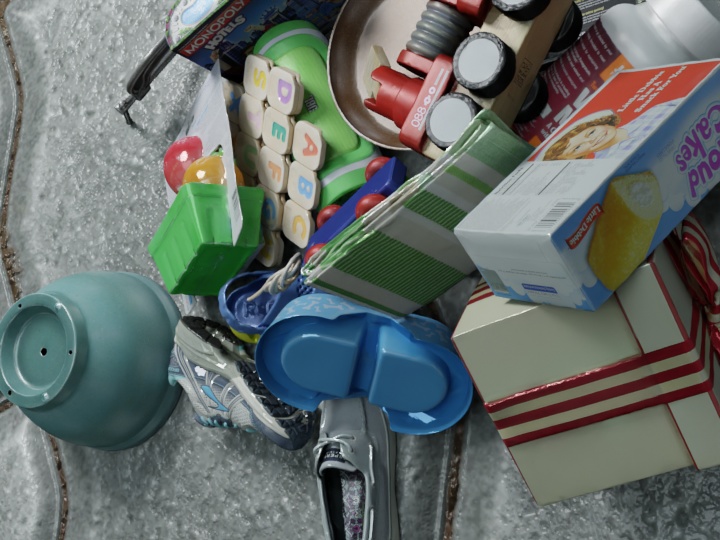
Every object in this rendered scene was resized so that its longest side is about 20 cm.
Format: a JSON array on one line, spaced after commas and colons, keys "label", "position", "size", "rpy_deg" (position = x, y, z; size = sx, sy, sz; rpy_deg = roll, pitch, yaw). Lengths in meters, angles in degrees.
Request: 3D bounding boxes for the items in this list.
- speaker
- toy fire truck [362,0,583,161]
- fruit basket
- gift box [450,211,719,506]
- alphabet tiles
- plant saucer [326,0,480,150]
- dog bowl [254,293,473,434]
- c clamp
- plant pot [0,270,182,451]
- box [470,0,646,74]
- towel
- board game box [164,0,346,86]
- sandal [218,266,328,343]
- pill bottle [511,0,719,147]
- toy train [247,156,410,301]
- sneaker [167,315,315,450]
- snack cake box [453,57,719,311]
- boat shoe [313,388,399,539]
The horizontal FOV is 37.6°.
[{"label": "speaker", "position": [-0.040, -0.150, 1.064], "size": [0.088, 0.088, 0.201], "rpy_deg": [-32, 68, 20]}, {"label": "toy fire truck", "position": [0.067, -0.188, 0.896], "size": [0.199, 0.128, 0.177], "rpy_deg": [29, 97, 31]}, {"label": "fruit basket", "position": [-0.159, -0.083, 1.095], "size": [0.185, 0.093, 0.201], "rpy_deg": [-49, 40, 48]}, {"label": "gift box", "position": [0.200, 0.043, 0.830], "size": [0.186, 0.200, 0.185], "rpy_deg": [-21, 110, 27]}, {"label": "alphabet tiles", "position": [-0.099, -0.110, 1.069], "size": [0.195, 0.015, 0.201], "rpy_deg": [35, 124, 46]}, {"label": "plant saucer", "position": [0.061, -0.208, 0.999], "size": [0.199, 0.032, 0.202], "rpy_deg": [-5, 79, 27]}, {"label": "dog bowl", "position": [0.005, 0.081, 0.965], "size": [0.198, 0.050, 0.112], "rpy_deg": [13, 125, 0]}, {"label": "c clamp", "position": [-0.205, -0.249, 1.156], "size": [0.027, 0.171, 0.200], "rpy_deg": [40, 88, -6]}, {"label": "plant pot", "position": [-0.304, 0.091, 1.135], "size": [0.199, 0.134, 0.202], "rpy_deg": [-5, 78, 27]}, {"label": "box", "position": [0.191, -0.267, 0.982], "size": [0.199, 0.043, 0.162], "rpy_deg": [-14, 74, 26]}, {"label": "towel", "position": [0.065, -0.036, 0.857], "size": [0.200, 0.152, 0.023], "rpy_deg": [-40, 54, 21]}, {"label": "board game box", "position": [-0.099, -0.286, 1.053], "size": [0.199, 0.200, 0.062], "rpy_deg": [-36, 67, 18]}, {"label": "sandal", "position": [-0.060, 0.027, 1.041], "size": [0.199, 0.087, 0.080], "rpy_deg": [-16, 71, 21]}, {"label": "pill bottle", "position": [0.216, -0.151, 0.892], "size": [0.200, 0.109, 0.110], "rpy_deg": [-44, 64, 28]}, {"label": "toy train", "position": [0.000, 0.000, 0.974], "size": [0.116, 0.085, 0.200], "rpy_deg": [38, 120, -16]}, {"label": "sneaker", "position": [-0.124, 0.130, 1.076], "size": [0.200, 0.077, 0.087], "rpy_deg": [37, 111, 35]}, {"label": "snack cake box", "position": [0.176, -0.064, 0.756], "size": [0.200, 0.067, 0.115], "rpy_deg": [-43, 21, -19]}, {"label": "boat shoe", "position": [-0.008, 0.183, 0.993], "size": [0.070, 0.071, 0.202], "rpy_deg": [-16, 72, 26]}]
